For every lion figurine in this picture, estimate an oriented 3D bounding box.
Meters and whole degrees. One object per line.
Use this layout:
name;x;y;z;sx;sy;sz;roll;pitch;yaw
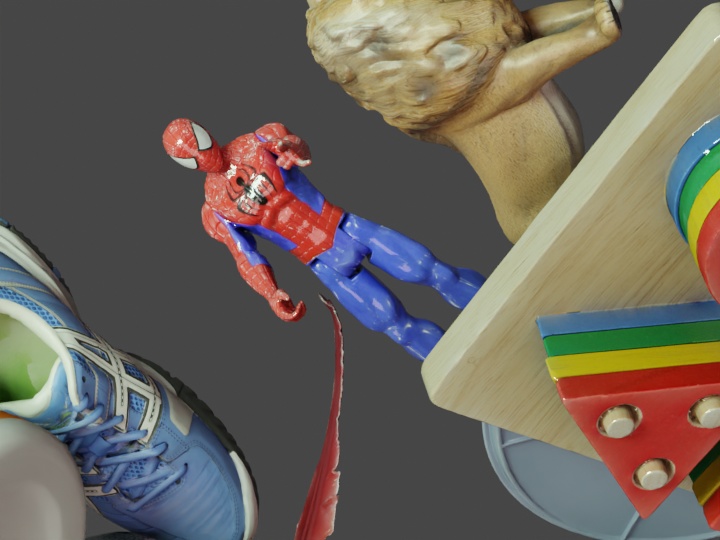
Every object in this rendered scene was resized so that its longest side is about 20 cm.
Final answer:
lion figurine;0.069;-0.056;0.844;0.122;0.073;0.200;-22;118;19

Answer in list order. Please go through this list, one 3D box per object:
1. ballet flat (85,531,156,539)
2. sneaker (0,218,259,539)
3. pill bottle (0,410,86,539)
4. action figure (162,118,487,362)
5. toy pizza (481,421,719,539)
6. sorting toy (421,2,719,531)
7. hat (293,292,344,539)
ballet flat;-0.102;0.148;0.872;0.071;0.200;0.069;15;81;-41
sneaker;-0.125;0.065;0.891;0.200;0.077;0.076;43;104;-16
pill bottle;-0.222;0.091;0.847;0.200;0.113;0.113;16;114;30
action figure;0.000;0.000;0.856;0.200;0.099;0.065;34;99;-9
toy pizza;0.148;0.043;0.879;0.199;0.032;0.201;-7;132;-7
sorting toy;0.162;0.023;0.796;0.198;0.070;0.200;20;124;-27
hat;-0.025;0.158;0.948;0.200;0.176;0.166;-35;149;13
